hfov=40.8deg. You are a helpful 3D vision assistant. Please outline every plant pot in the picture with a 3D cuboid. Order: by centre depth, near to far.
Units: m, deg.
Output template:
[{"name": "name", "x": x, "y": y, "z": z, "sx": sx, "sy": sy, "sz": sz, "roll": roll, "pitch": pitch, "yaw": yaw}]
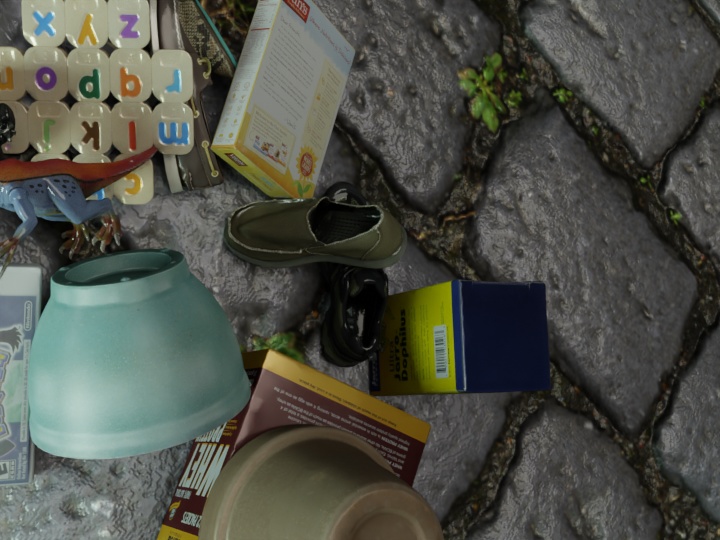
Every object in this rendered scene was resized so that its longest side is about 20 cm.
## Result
[{"name": "plant pot", "x": -0.020, "y": 0.231, "z": 0.810, "sx": 0.196, "sy": 0.174, "sz": 0.205, "roll": 4, "pitch": 80, "yaw": -25}, {"name": "plant pot", "x": -0.203, "y": 0.059, "z": 0.855, "sx": 0.197, "sy": 0.199, "sz": 0.137, "roll": -15, "pitch": 108, "yaw": -28}]

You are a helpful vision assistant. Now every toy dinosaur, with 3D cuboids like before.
[{"name": "toy dinosaur", "x": -0.303, "y": -0.075, "z": 0.855, "sx": 0.182, "sy": 0.103, "sz": 0.203, "roll": 45, "pitch": 58, "yaw": -46}]

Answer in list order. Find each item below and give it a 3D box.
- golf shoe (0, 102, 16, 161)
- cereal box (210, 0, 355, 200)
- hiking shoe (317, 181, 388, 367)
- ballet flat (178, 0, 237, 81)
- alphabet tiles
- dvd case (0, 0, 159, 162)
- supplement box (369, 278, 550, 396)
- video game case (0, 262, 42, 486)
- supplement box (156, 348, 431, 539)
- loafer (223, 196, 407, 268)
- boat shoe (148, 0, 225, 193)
[{"name": "golf shoe", "x": -0.393, "y": -0.080, "z": 0.874, "sx": 0.202, "sy": 0.094, "sz": 0.078, "roll": -55, "pitch": 150, "yaw": -2}, {"name": "cereal box", "x": -0.078, "y": -0.186, "z": 1.032, "sx": 0.144, "sy": 0.039, "sz": 0.204, "roll": 38, "pitch": 62, "yaw": -52}, {"name": "hiking shoe", "x": 0.000, "y": 0.000, "z": 1.045, "sx": 0.074, "sy": 0.100, "sz": 0.205, "roll": -2, "pitch": 83, "yaw": -28}, {"name": "ballet flat", "x": -0.196, "y": -0.280, "z": 1.012, "sx": 0.074, "sy": 0.068, "sz": 0.203, "roll": -23, "pitch": 88, "yaw": -6}, {"name": "alphabet tiles", "x": -0.258, "y": -0.162, "z": 0.924, "sx": 0.195, "sy": 0.015, "sz": 0.200, "roll": 0, "pitch": 106, "yaw": -6}, {"name": "dvd case", "x": -0.290, "y": -0.214, "z": 0.971, "sx": 0.200, "sy": 0.016, "sz": 0.150, "roll": 45, "pitch": 65, "yaw": -16}, {"name": "supplement box", "x": 0.098, "y": 0.076, "z": 1.030, "sx": 0.107, "sy": 0.199, "sz": 0.112, "roll": 2, "pitch": 81, "yaw": -27}, {"name": "video game case", "x": -0.377, "y": 0.093, "z": 0.852, "sx": 0.179, "sy": 0.023, "sz": 0.205, "roll": 2, "pitch": 96, "yaw": -28}, {"name": "supplement box", "x": -0.067, "y": 0.213, "z": 0.961, "sx": 0.195, "sy": 0.132, "sz": 0.203, "roll": 27, "pitch": 71, "yaw": -22}, {"name": "loafer", "x": -0.051, "y": -0.049, "z": 0.995, "sx": 0.195, "sy": 0.070, "sz": 0.077, "roll": 1, "pitch": 60, "yaw": 13}, {"name": "boat shoe", "x": -0.176, "y": -0.182, "z": 0.970, "sx": 0.058, "sy": 0.072, "sz": 0.205, "roll": -7, "pitch": 103, "yaw": -7}]
